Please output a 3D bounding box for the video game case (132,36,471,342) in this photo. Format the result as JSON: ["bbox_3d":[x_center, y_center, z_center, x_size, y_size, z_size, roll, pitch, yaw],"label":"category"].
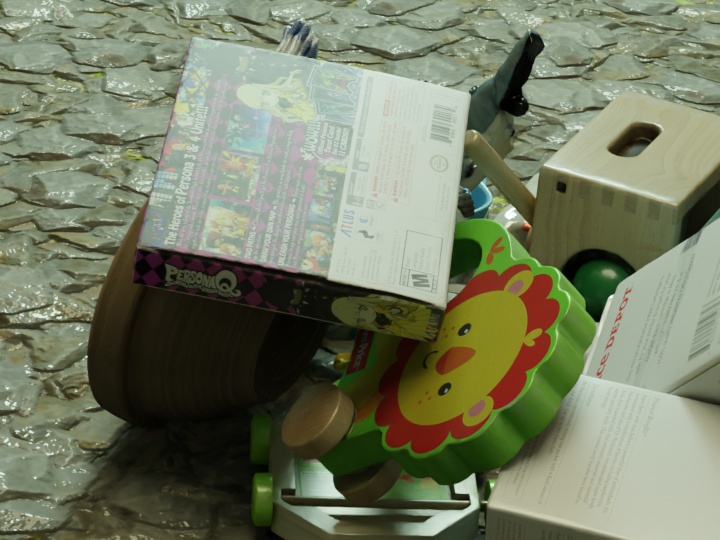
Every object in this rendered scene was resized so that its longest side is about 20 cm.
[{"bbox_3d":[-0.030,-0.052,1.401,0.181,0.036,0.200,11,43,-3],"label":"video game case"}]

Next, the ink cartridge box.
[{"bbox_3d":[0.222,0.042,1.404,0.083,0.200,0.147,34,52,-14],"label":"ink cartridge box"}]

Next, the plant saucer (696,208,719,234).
[{"bbox_3d":[0.245,0.008,1.585,0.019,0.070,0.200,42,1,21],"label":"plant saucer"}]

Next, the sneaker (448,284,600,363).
[{"bbox_3d":[0.092,0.063,1.525,0.200,0.076,0.115,18,13,33],"label":"sneaker"}]

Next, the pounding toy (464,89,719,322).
[{"bbox_3d":[0.165,-0.027,1.619,0.142,0.185,0.200,17,31,22],"label":"pounding toy"}]

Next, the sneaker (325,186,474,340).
[{"bbox_3d":[0.000,0.000,1.587,0.200,0.087,0.075,-21,-9,36],"label":"sneaker"}]

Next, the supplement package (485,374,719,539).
[{"bbox_3d":[0.180,0.155,1.329,0.199,0.120,0.121,13,44,15],"label":"supplement package"}]

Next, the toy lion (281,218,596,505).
[{"bbox_3d":[0.055,0.045,1.376,0.191,0.069,0.200,-23,35,34],"label":"toy lion"}]

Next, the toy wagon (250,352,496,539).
[{"bbox_3d":[0.008,0.117,1.479,0.155,0.040,0.200,3,27,-5],"label":"toy wagon"}]

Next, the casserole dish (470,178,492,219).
[{"bbox_3d":[0.003,-0.042,1.729,0.200,0.039,0.121,-14,34,-32],"label":"casserole dish"}]

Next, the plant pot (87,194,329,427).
[{"bbox_3d":[-0.077,0.019,1.485,0.093,0.201,0.201,26,34,21],"label":"plant pot"}]

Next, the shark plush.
[{"bbox_3d":[0.056,-0.093,1.623,0.083,0.200,0.091,47,52,3],"label":"shark plush"}]

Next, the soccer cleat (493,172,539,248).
[{"bbox_3d":[0.137,-0.036,1.764,0.077,0.070,0.200,17,23,31],"label":"soccer cleat"}]

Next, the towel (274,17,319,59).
[{"bbox_3d":[-0.089,-0.061,1.563,0.024,0.147,0.200,31,70,10],"label":"towel"}]

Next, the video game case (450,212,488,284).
[{"bbox_3d":[-0.012,-0.014,1.738,0.182,0.022,0.200,11,28,10],"label":"video game case"}]
